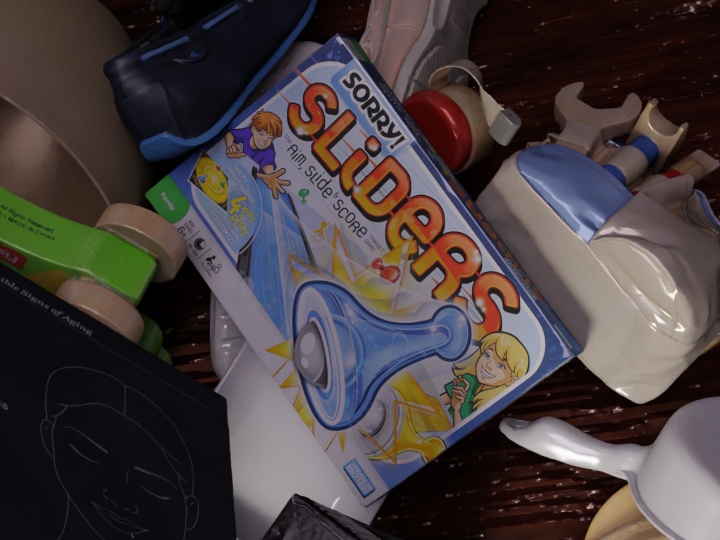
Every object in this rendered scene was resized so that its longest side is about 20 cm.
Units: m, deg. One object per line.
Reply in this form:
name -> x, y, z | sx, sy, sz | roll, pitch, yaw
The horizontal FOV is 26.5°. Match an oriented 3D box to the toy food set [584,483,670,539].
toy food set -> 0.168, 0.216, 0.760 | 0.200, 0.049, 0.198 | 37, 87, 16

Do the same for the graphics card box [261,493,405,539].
graphics card box -> -0.020, 0.181, 0.727 | 0.051, 0.200, 0.126 | 34, 87, 20

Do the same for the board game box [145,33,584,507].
board game box -> 0.000, 0.000, 0.780 | 0.135, 0.034, 0.200 | -38, 82, 15

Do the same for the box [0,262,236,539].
box -> -0.163, 0.099, 0.638 | 0.200, 0.197, 0.124 | 34, 111, -22

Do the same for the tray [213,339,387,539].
tray -> -0.013, 0.062, 0.824 | 0.107, 0.022, 0.200 | 30, 75, 5

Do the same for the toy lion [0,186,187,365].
toy lion -> -0.187, 0.009, 0.799 | 0.200, 0.192, 0.069 | 30, 59, -10

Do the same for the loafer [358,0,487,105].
loafer -> 0.026, -0.126, 0.861 | 0.063, 0.072, 0.200 | 7, 71, 30

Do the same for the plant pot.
plant pot -> -0.193, -0.087, 0.844 | 0.200, 0.200, 0.135 | 13, 52, 14

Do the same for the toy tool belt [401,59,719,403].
toy tool belt -> 0.124, -0.036, 0.805 | 0.123, 0.125, 0.200 | -30, 70, -40

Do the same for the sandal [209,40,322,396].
sandal -> -0.056, -0.031, 0.857 | 0.050, 0.082, 0.203 | -1, 76, 57

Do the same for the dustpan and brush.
dustpan and brush -> 0.164, 0.098, 0.760 | 0.200, 0.140, 0.057 | 24, 120, 19

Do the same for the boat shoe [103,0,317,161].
boat shoe -> -0.075, -0.139, 0.823 | 0.084, 0.200, 0.069 | -22, 117, 25
